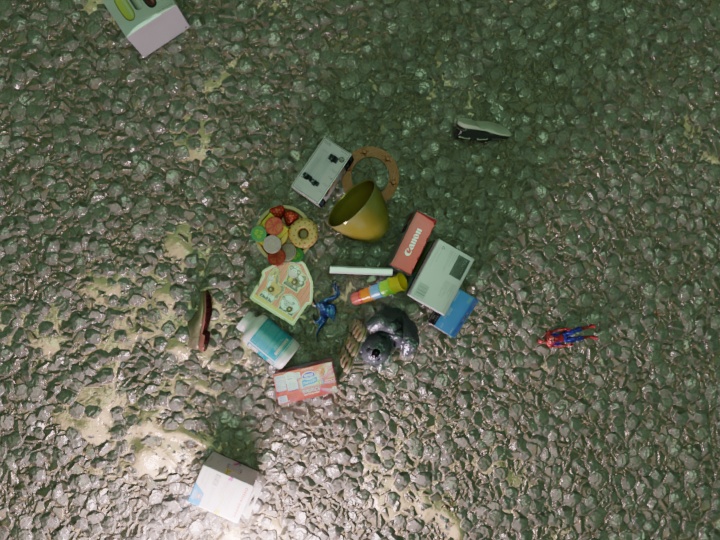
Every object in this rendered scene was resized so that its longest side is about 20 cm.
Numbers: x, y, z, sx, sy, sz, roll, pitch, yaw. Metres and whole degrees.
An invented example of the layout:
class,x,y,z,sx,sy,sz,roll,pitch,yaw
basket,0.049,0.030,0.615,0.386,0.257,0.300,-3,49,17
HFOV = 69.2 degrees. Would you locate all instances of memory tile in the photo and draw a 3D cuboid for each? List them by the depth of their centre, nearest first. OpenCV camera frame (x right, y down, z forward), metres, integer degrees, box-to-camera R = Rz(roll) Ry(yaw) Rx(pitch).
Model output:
class,x,y,z,sx,sy,sz,roll,pitch,yaw
memory tile,-0.030,0.235,1.665,0.017,0.200,0.154,24,90,-10

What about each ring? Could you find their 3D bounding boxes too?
class,x,y,z,sx,sy,sz,roll,pitch,yaw
ring,0.033,-0.319,1.762,0.198,0.019,0.202,0,89,-2

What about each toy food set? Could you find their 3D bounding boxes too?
class,x,y,z,sx,sy,sz,roll,pitch,yaw
toy food set,-0.255,-0.117,1.730,0.200,0.049,0.198,41,87,0

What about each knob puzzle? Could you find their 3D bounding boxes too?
class,x,y,z,sx,sy,sz,roll,pitch,yaw
knob puzzle,-0.246,0.055,1.741,0.218,0.030,0.222,0,89,-2

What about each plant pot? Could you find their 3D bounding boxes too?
class,x,y,z,sx,sy,sz,roll,pitch,yaw
plant pot,0.015,-0.173,1.690,0.200,0.200,0.142,-48,117,-2

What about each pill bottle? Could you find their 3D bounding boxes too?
class,x,y,z,sx,sy,sz,roll,pitch,yaw
pill bottle,-0.305,0.222,1.697,0.200,0.111,0.111,40,88,-2

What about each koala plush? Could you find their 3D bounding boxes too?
class,x,y,z,sx,sy,sz,roll,pitch,yaw
koala plush,0.076,0.231,1.708,0.177,0.184,0.201,35,109,-2

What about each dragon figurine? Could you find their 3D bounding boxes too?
class,x,y,z,sx,sy,sz,roll,pitch,yaw
dragon figurine,-0.110,0.140,1.732,0.098,0.059,0.202,0,88,-2

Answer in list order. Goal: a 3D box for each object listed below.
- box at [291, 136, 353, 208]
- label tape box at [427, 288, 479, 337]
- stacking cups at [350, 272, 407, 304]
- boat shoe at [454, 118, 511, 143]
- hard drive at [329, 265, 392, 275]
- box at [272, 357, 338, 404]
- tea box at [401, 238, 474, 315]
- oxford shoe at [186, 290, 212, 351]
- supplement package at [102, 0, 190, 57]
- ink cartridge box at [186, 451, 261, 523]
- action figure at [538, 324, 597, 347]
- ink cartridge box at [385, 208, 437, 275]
class,x,y,z,sx,sy,sz,roll,pitch,yaw
box,-0.125,-0.323,1.725,0.116,0.060,0.201,33,88,8
label tape box,0.293,0.130,1.679,0.063,0.200,0.145,33,88,-2
stacking cups,0.055,0.069,1.694,0.199,0.060,0.061,-23,90,29
boat shoe,0.411,-0.463,1.758,0.198,0.074,0.061,3,131,-18
hard drive,0.000,0.000,1.701,0.198,0.132,0.027,3,90,-2
box,-0.178,0.360,1.709,0.198,0.095,0.104,-13,90,-3
tea box,0.243,0.020,1.679,0.133,0.197,0.201,29,88,-2
oxford shoe,-0.533,0.162,1.709,0.074,0.070,0.202,6,88,3
supplement package,-0.698,-0.845,1.670,0.191,0.147,0.201,-35,90,-2
ink cartridge box,-0.426,0.700,1.680,0.199,0.125,0.129,25,89,-2
action figure,0.702,0.225,1.774,0.198,0.052,0.066,-10,94,0
ink cartridge box,0.165,-0.088,1.687,0.083,0.176,0.201,26,89,-2
